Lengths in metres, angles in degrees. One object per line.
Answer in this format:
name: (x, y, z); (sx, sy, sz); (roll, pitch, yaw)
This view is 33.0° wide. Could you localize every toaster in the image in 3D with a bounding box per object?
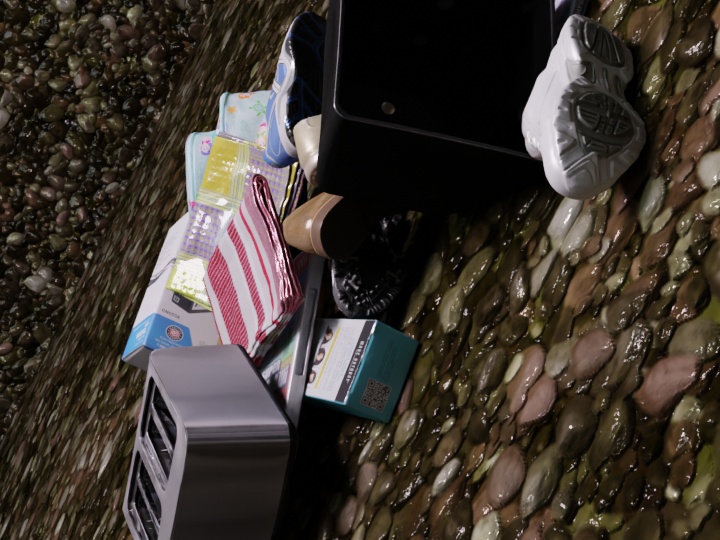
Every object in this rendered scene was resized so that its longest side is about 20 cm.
toaster: (-0.143, 0.192, 1.150); (0.200, 0.118, 0.182); (48, 130, 55)

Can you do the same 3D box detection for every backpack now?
backpack: (-0.134, -0.118, 1.487); (0.178, 0.149, 0.202); (46, -134, -81)

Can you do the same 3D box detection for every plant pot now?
plant pot: (0.051, -0.156, 1.095); (0.178, 0.198, 0.202); (124, 152, -58)

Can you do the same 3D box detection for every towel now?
towel: (-0.142, -0.051, 1.364); (0.143, 0.023, 0.202); (23, 96, 35)
towel: (-0.118, 0.015, 1.252); (0.200, 0.023, 0.145); (-54, 48, 51)

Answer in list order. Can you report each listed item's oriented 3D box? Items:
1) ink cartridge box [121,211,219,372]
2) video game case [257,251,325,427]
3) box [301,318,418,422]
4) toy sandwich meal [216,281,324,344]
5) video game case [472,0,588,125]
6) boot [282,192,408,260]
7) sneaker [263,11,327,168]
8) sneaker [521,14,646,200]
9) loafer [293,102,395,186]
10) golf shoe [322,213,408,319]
ink cartridge box: (-0.200, 0.046, 1.563); (0.084, 0.144, 0.201); (-33, 36, 55)
video game case: (-0.084, 0.084, 1.252); (0.143, 0.017, 0.202); (-39, 37, 56)
box: (-0.017, 0.093, 1.179); (0.200, 0.049, 0.083); (-3, 64, 68)
toy sandwich meal: (-0.111, 0.073, 1.432); (0.206, 0.070, 0.206); (-56, 20, 34)
video game case: (0.172, -0.238, 1.160); (0.143, 0.019, 0.201); (-24, 43, 62)
boot: (0.002, -0.080, 1.201); (0.075, 0.074, 0.200); (6, 34, 46)
sneaker: (-0.069, -0.198, 1.312); (0.077, 0.075, 0.201); (-35, 35, 46)
sneaker: (0.166, -0.109, 0.949); (0.100, 0.077, 0.201); (-55, 11, 41)
loafer: (0.013, -0.150, 1.237); (0.199, 0.069, 0.076); (-24, -18, -38)
golf shoe: (0.000, 0.000, 1.237); (0.201, 0.077, 0.095); (-79, 14, -55)
